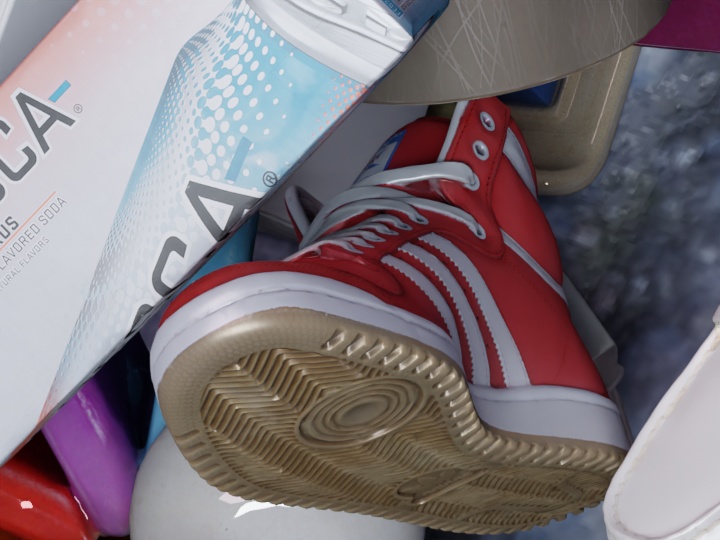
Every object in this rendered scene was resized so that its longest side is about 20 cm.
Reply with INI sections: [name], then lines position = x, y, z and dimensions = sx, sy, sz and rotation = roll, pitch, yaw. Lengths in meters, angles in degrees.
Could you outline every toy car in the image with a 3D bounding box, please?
[toy car]
position = -0.077, 0.053, 0.823
dimensions = 0.200, 0.150, 0.175
rotation = -34, 13, 10

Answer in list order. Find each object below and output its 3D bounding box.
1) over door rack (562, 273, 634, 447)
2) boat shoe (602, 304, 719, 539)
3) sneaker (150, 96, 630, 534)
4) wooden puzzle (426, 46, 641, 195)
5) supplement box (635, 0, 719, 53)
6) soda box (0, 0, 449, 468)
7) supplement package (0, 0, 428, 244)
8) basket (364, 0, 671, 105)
[over door rack]
position = 0.144, 0.043, 0.785
dimensions = 0.147, 0.067, 0.200
rotation = -32, 36, 12
[boat shoe]
position = 0.127, 0.000, 0.728
dimensions = 0.200, 0.069, 0.071
rotation = -48, 35, -9
[sneaker]
position = 0.000, 0.000, 0.716
dimensions = 0.071, 0.200, 0.113
rotation = -26, 66, 22
[wooden puzzle]
position = 0.024, -0.125, 0.967
dimensions = 0.185, 0.046, 0.201
rotation = 8, 67, 35
[supplement box]
position = 0.166, -0.138, 0.826
dimensions = 0.199, 0.103, 0.131
rotation = 8, 46, 35
[soda box]
position = -0.071, -0.018, 0.703
dimensions = 0.200, 0.068, 0.064
rotation = -45, 3, 18
[supplement package]
position = -0.066, -0.109, 0.862
dimensions = 0.111, 0.200, 0.156
rotation = 18, 87, 36
[basket]
position = 0.015, -0.157, 0.741
dimensions = 0.135, 0.201, 0.181
rotation = -9, 24, 7
